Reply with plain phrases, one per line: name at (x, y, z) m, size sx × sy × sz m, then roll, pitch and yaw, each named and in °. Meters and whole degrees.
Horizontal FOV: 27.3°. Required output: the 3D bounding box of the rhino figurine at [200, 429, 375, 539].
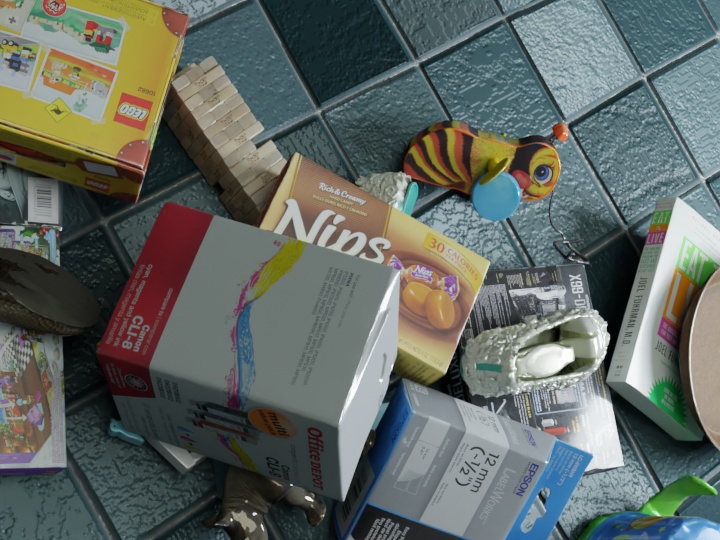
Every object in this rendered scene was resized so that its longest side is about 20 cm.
rhino figurine at (-0.067, 0.173, 1.245) m, size 0.087 × 0.060 × 0.201 m, roll 41°, pitch 73°, yaw -18°

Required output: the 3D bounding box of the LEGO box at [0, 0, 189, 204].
LEGO box at (-0.256, -0.162, 1.221) m, size 0.198 × 0.077 × 0.151 m, roll 18°, pitch 69°, yaw -9°

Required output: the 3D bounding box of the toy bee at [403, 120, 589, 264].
toy bee at (0.146, -0.103, 1.416) m, size 0.198 × 0.131 × 0.110 m, roll 19°, pitch 108°, yaw -25°

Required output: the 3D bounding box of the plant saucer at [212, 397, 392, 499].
plant saucer at (-0.036, 0.153, 1.309) m, size 0.198 × 0.019 × 0.071 m, roll -4°, pitch 77°, yaw -25°

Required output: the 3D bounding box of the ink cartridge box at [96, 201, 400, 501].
ink cartridge box at (-0.080, 0.065, 1.169) m, size 0.197 × 0.146 × 0.146 m, roll 16°, pitch 60°, yaw 10°

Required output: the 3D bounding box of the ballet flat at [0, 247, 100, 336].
ballet flat at (-0.302, 0.011, 1.167) m, size 0.198 × 0.047 × 0.068 m, roll 19°, pitch 36°, yaw -25°

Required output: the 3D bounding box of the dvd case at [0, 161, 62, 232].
dvd case at (-0.347, -0.107, 1.235) m, size 0.197 × 0.022 × 0.148 m, roll 2°, pitch 74°, yaw -24°

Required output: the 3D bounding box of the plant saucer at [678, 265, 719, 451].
plant saucer at (0.371, 0.087, 1.466) m, size 0.199 × 0.036 × 0.204 m, roll 1°, pitch 88°, yaw -41°

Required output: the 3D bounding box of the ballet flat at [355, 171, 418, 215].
ballet flat at (0.002, 0.000, 1.355) m, size 0.071 × 0.072 × 0.202 m, roll 23°, pitch 64°, yaw -17°

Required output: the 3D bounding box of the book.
book at (0.312, 0.048, 1.467) m, size 0.133 × 0.048 × 0.202 m, roll 35°, pitch 64°, yaw -36°

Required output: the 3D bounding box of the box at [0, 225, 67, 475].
box at (-0.309, 0.063, 1.192) m, size 0.135 × 0.039 × 0.203 m, roll 2°, pitch 74°, yaw -25°

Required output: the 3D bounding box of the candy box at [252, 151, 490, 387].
candy box at (0.000, 0.000, 1.277) m, size 0.198 × 0.056 × 0.118 m, roll 30°, pitch 65°, yaw -9°

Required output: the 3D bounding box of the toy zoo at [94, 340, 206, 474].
toy zoo at (-0.135, 0.082, 1.270) m, size 0.199 × 0.020 × 0.132 m, roll -33°, pitch 82°, yaw -29°

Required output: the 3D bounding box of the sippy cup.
sippy cup at (0.278, 0.282, 1.356) m, size 0.138 × 0.130 × 0.180 m, roll -2°, pitch 75°, yaw -26°

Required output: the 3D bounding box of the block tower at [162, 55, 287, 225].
block tower at (-0.106, -0.096, 1.327) m, size 0.054 × 0.058 × 0.201 m, roll -37°, pitch 92°, yaw -30°

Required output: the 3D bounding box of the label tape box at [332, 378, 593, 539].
label tape box at (0.095, 0.198, 1.287) m, size 0.198 × 0.066 × 0.144 m, roll 22°, pitch 107°, yaw -15°

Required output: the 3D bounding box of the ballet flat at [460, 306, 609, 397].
ballet flat at (0.172, 0.076, 1.313) m, size 0.199 × 0.071 × 0.073 m, roll -13°, pitch 80°, yaw -44°

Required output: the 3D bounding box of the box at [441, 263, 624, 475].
box at (0.154, 0.098, 1.397) m, size 0.156 × 0.050 × 0.203 m, roll -5°, pitch 77°, yaw -27°
